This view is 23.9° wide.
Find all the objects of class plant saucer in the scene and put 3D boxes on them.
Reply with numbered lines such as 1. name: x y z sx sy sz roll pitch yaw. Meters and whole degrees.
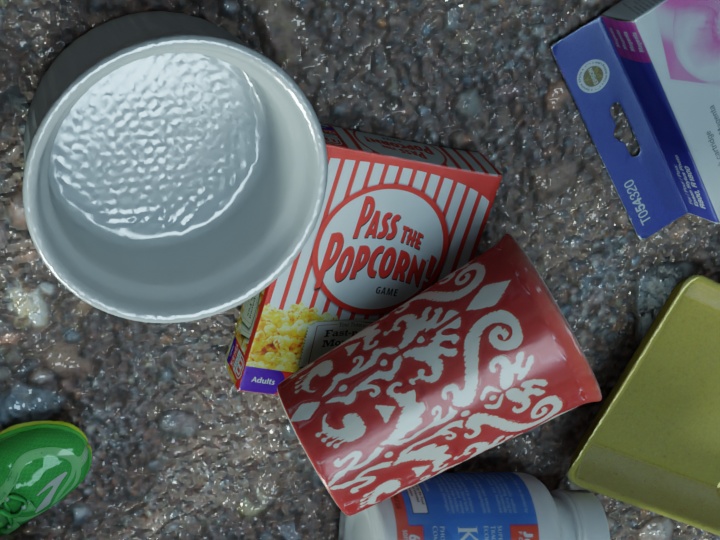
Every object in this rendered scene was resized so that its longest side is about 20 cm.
1. plant saucer: 0.285 0.108 1.401 0.200 0.048 0.200 22 107 -26

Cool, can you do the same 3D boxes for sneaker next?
1. sneaker: -0.278 0.180 1.221 0.200 0.084 0.074 -30 121 -3

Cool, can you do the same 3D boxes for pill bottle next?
1. pill bottle: 0.092 0.216 1.351 0.199 0.112 0.113 1 115 -19

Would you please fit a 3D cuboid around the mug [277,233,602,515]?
1. mug: 0.061 0.097 1.218 0.200 0.133 0.178 -29 120 0

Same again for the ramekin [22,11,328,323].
1. ramekin: -0.130 -0.075 1.136 0.200 0.098 0.201 -8 118 -15

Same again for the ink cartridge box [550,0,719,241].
1. ink cartridge box: 0.268 -0.137 1.276 0.200 0.043 0.197 -33 122 -3

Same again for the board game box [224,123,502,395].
1. board game box: 0.000 0.000 1.248 0.151 0.046 0.201 8 113 -23
